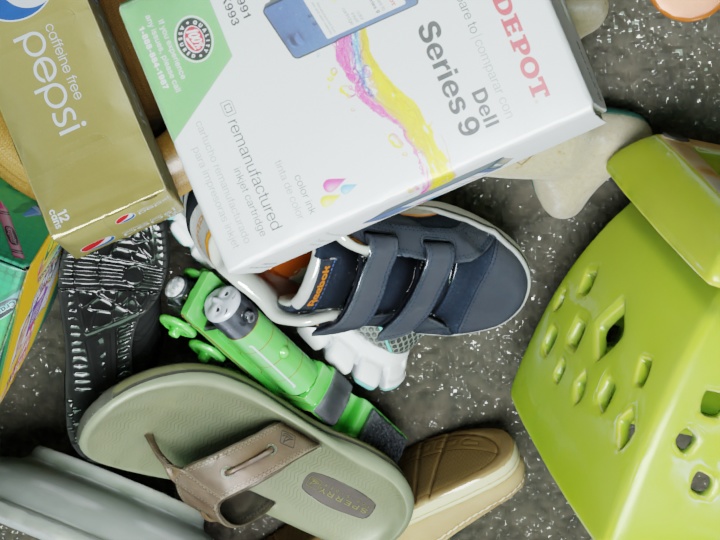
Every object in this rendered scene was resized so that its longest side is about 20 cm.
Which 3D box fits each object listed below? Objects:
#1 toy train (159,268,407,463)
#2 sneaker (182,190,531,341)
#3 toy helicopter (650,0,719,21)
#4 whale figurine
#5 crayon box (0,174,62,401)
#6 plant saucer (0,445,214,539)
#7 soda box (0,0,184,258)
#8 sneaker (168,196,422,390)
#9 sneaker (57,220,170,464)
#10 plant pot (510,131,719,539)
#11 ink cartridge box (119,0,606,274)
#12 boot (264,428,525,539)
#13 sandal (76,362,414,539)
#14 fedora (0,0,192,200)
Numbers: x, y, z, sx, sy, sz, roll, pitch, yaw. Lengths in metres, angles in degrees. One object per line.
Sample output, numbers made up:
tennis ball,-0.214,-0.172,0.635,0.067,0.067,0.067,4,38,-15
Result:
toy train,-0.040,0.060,1.450,0.056,0.042,0.200,13,159,41
sneaker,0.000,0.000,1.384,0.199,0.080,0.079,15,114,-13
toy helicopter,0.122,-0.222,1.343,0.199,0.079,0.133,20,107,-6
whale figurine,0.068,-0.108,1.400,0.199,0.104,0.159,31,116,-36
crayon box,-0.197,0.001,1.397,0.058,0.200,0.119,21,115,-1
plant saucer,-0.146,0.142,1.483,0.199,0.200,0.051,22,81,-6
soda box,-0.157,-0.112,1.307,0.064,0.068,0.201,-24,81,1
sneaker,-0.032,-0.023,1.453,0.200,0.078,0.091,37,103,-20
sneaker,-0.140,0.028,1.461,0.059,0.104,0.201,5,114,-4
plant pot,0.214,0.043,1.378,0.198,0.200,0.183,11,109,-17
ink cartridge box,0.004,-0.102,1.273,0.199,0.087,0.146,-23,87,8
boot,0.043,0.193,1.535,0.199,0.073,0.156,-32,108,18
sandal,-0.057,0.109,1.418,0.200,0.058,0.080,21,123,-18
fedora,-0.127,-0.125,1.383,0.199,0.082,0.202,-1,82,5
